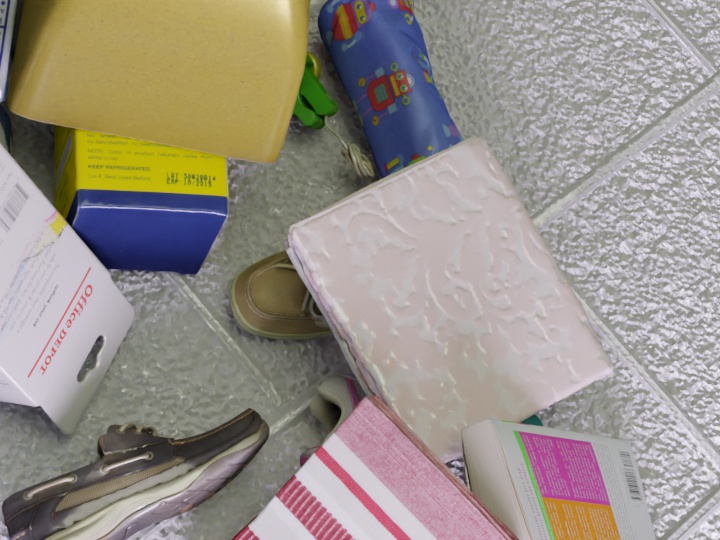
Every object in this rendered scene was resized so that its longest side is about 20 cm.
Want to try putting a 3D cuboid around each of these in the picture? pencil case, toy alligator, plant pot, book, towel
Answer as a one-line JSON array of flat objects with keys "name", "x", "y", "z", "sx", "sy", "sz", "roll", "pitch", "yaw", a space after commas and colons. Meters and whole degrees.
[{"name": "pencil case", "x": 0.033, "y": -0.126, "z": 1.558, "sx": 0.078, "sy": 0.087, "sz": 0.201, "roll": -25, "pitch": 72, "yaw": 14}, {"name": "toy alligator", "x": -0.059, "y": -0.143, "z": 1.553, "sx": 0.054, "sy": 0.059, "sz": 0.201, "roll": -32, "pitch": 78, "yaw": 16}, {"name": "plant pot", "x": -0.117, "y": -0.217, "z": 1.356, "sx": 0.193, "sy": 0.200, "sz": 0.196, "roll": 10, "pitch": 63, "yaw": -13}, {"name": "book", "x": 0.148, "y": 0.176, "z": 1.411, "sx": 0.200, "sy": 0.048, "sz": 0.134, "roll": 15, "pitch": 57, "yaw": -53}, {"name": "towel", "x": -0.006, "y": 0.199, "z": 1.352, "sx": 0.144, "sy": 0.200, "sz": 0.023, "roll": 45, "pitch": 18, "yaw": 10}, {"name": "towel", "x": 0.064, "y": 0.023, "z": 1.438, "sx": 0.191, "sy": 0.032, "sz": 0.201, "roll": -26, "pitch": 84, "yaw": -31}]

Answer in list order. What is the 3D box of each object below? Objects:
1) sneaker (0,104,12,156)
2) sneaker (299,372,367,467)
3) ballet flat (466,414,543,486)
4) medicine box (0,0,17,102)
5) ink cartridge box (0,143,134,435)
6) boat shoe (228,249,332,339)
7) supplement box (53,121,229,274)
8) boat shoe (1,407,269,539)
[{"name": "sneaker", "x": -0.298, "y": -0.053, "z": 1.413, "sx": 0.075, "sy": 0.088, "sz": 0.200, "roll": 27, "pitch": 60, "yaw": -2}, {"name": "sneaker", "x": -0.001, "y": 0.158, "z": 1.421, "sx": 0.088, "sy": 0.081, "sz": 0.201, "roll": 6, "pitch": 57, "yaw": -13}, {"name": "ballet flat", "x": 0.107, "y": 0.199, "z": 1.442, "sx": 0.073, "sy": 0.073, "sz": 0.201, "roll": 2, "pitch": 64, "yaw": -17}, {"name": "medicine box", "x": -0.329, "y": -0.233, "z": 1.421, "sx": 0.181, "sy": 0.103, "sz": 0.201, "roll": 7, "pitch": 106, "yaw": -14}, {"name": "ink cartridge box", "x": -0.246, "y": 0.011, "z": 1.377, "sx": 0.200, "sy": 0.067, "sz": 0.117, "roll": 55, "pitch": 51, "yaw": -41}, {"name": "boat shoe", "x": 0.001, "y": 0.002, "z": 1.496, "sx": 0.200, "sy": 0.063, "sz": 0.073, "roll": -6, "pitch": 68, "yaw": -20}, {"name": "supplement box", "x": -0.163, "y": -0.110, "z": 1.469, "sx": 0.108, "sy": 0.110, "sz": 0.201, "roll": 3, "pitch": 66, "yaw": -17}, {"name": "boat shoe", "x": -0.153, "y": 0.137, "z": 1.380, "sx": 0.200, "sy": 0.075, "sz": 0.073, "roll": -27, "pitch": 77, "yaw": -27}]
